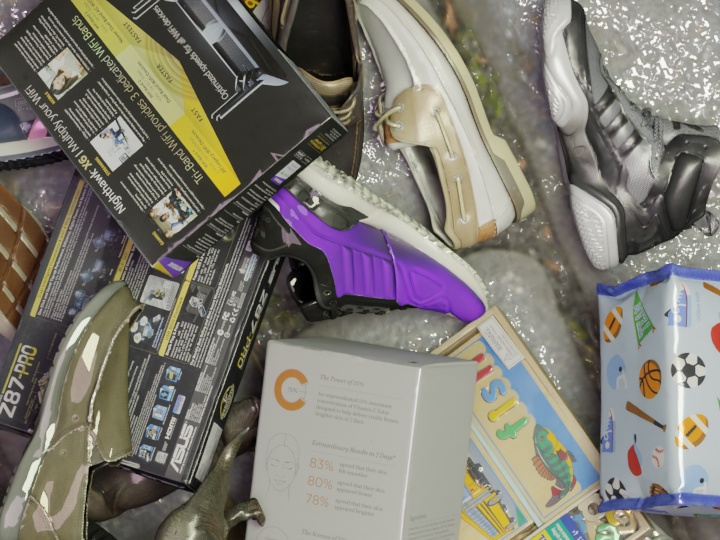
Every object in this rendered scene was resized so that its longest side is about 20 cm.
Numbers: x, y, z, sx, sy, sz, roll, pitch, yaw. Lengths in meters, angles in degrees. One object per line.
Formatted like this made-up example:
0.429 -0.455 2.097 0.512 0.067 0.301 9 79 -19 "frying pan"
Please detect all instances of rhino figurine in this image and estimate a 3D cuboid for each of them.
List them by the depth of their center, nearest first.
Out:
-0.137 0.129 1.727 0.200 0.087 0.060 -19 59 4 "rhino figurine"

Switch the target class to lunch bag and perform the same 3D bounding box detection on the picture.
0.268 0.090 1.659 0.200 0.124 0.170 3 82 -27 "lunch bag"

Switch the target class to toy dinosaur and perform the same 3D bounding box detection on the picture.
-0.112 0.204 1.620 0.077 0.102 0.200 43 117 33 "toy dinosaur"

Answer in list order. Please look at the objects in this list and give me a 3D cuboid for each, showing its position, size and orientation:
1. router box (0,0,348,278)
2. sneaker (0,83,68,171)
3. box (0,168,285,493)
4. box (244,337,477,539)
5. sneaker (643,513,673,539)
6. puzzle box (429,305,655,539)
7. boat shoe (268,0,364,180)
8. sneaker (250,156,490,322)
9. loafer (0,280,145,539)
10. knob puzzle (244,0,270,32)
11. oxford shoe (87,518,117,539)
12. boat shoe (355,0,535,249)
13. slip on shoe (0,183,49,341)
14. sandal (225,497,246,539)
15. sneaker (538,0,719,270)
-0.131 -0.121 1.602 0.157 0.052 0.200 -39 75 5 "router box"
-0.190 -0.124 1.676 0.200 0.070 0.082 -10 85 -1 "sneaker"
-0.156 0.039 1.679 0.161 0.049 0.200 16 79 12 "box"
-0.002 0.154 1.674 0.124 0.097 0.200 9 94 28 "box"
0.199 0.236 1.729 0.080 0.070 0.201 -18 97 6 "sneaker"
0.101 0.143 1.707 0.133 0.025 0.200 -37 73 8 "puzzle box"
-0.034 -0.133 1.649 0.074 0.073 0.200 -7 115 -2 "boat shoe"
0.000 0.000 1.672 0.200 0.070 0.100 33 95 -33 "sneaker"
-0.183 0.106 1.613 0.070 0.075 0.200 19 86 3 "loafer"
-0.094 -0.168 1.699 0.219 0.030 0.220 1 113 3 "knob puzzle"
-0.235 0.219 1.726 0.200 0.073 0.085 12 133 33 "oxford shoe"
0.046 -0.109 1.676 0.068 0.075 0.200 -33 97 -13 "boat shoe"
-0.287 -0.031 1.719 0.200 0.061 0.076 55 53 -17 "slip on shoe"
-0.115 0.275 1.749 0.070 0.078 0.212 -18 81 36 "sandal"
0.193 -0.106 1.678 0.114 0.075 0.200 -13 104 4 "sneaker"
